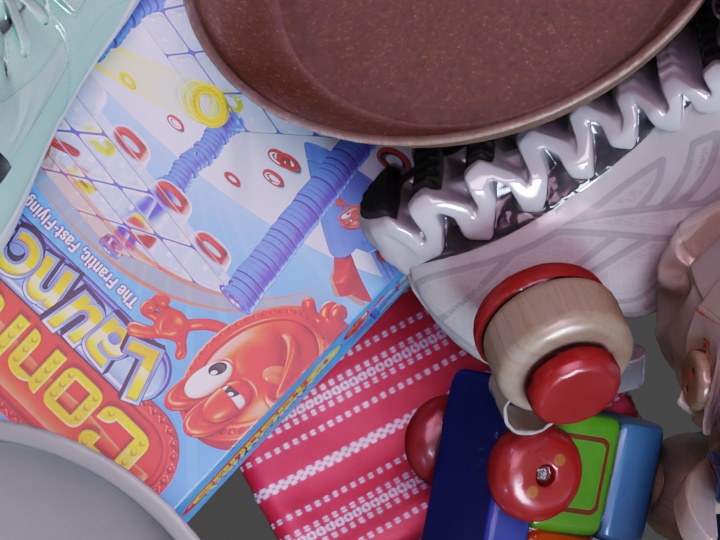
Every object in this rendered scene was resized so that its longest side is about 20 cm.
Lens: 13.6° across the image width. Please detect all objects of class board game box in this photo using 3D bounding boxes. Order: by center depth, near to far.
[{"bbox_3d":[-0.081,-0.036,1.070,0.200,0.056,0.196,43,85,6],"label":"board game box"}]

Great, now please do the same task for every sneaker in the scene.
[{"bbox_3d":[-0.117,-0.098,0.991,0.073,0.118,0.201,18,82,5],"label":"sneaker"},{"bbox_3d":[0.101,-0.035,0.998,0.200,0.075,0.081,-25,107,19],"label":"sneaker"}]

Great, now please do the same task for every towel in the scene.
[{"bbox_3d":[0.000,0.000,1.106,0.144,0.022,0.201,-26,81,-8],"label":"towel"}]

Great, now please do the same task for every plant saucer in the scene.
[{"bbox_3d":[0.038,-0.116,1.008,0.200,0.037,0.201,-10,54,14],"label":"plant saucer"}]

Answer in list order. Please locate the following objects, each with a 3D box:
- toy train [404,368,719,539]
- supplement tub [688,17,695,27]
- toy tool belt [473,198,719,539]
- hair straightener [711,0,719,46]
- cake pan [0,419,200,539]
[{"bbox_3d":[0.068,0.142,1.058,0.115,0.085,0.201,10,92,-24],"label":"toy train"},{"bbox_3d":[0.158,-0.100,1.077,0.140,0.140,0.201,-20,81,-8],"label":"supplement tub"},{"bbox_3d":[0.147,0.036,0.948,0.199,0.125,0.123,-13,50,-10],"label":"toy tool belt"},{"bbox_3d":[0.172,-0.123,0.959,0.077,0.041,0.200,15,45,26],"label":"hair straightener"},{"bbox_3d":[-0.126,0.145,1.023,0.199,0.037,0.201,2,99,11],"label":"cake pan"}]
